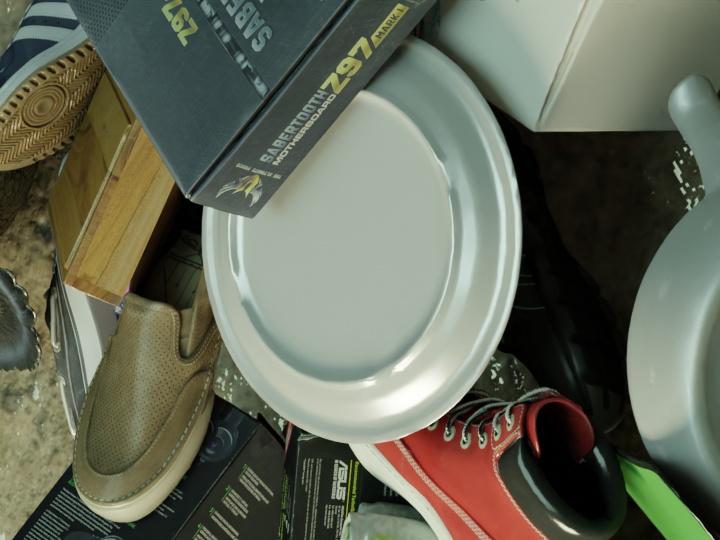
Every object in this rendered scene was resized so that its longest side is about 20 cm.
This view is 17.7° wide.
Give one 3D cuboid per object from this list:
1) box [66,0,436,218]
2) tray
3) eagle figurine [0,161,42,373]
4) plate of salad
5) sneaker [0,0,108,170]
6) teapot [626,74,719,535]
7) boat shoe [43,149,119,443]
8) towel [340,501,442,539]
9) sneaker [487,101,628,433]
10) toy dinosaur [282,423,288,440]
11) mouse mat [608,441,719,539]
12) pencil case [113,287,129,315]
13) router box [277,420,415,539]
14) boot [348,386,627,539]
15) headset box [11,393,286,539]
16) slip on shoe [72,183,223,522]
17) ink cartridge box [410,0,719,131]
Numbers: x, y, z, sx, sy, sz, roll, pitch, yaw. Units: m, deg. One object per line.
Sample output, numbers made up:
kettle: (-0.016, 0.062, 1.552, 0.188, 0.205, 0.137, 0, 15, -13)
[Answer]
box: (-0.063, -0.150, 1.123, 0.158, 0.051, 0.200, -48, 53, 23)
tray: (-0.139, -0.054, 1.297, 0.099, 0.037, 0.200, -65, 14, 8)
eagle figurine: (-0.260, -0.004, 1.481, 0.199, 0.151, 0.152, -18, 103, 28)
plate of salad: (0.002, -0.017, 1.116, 0.199, 0.048, 0.201, 1, 92, 39)
sneaker: (-0.184, -0.160, 1.407, 0.200, 0.070, 0.108, -47, 60, 1)
teapot: (0.204, 0.041, 1.066, 0.201, 0.197, 0.146, -64, 14, -1)
boat shoe: (-0.168, 0.021, 1.449, 0.068, 0.072, 0.201, -5, 97, 42)
towel: (0.068, 0.217, 1.184, 0.048, 0.199, 0.172, -112, 35, -77)
sneaker: (0.077, 0.006, 1.216, 0.079, 0.075, 0.201, -33, 62, 19)
toy dinosaur: (0.000, 0.000, 1.289, 0.135, 0.086, 0.201, 26, 96, 27)
mouse mat: (0.168, 0.142, 1.071, 0.008, 0.200, 0.161, -40, 96, -4)
pencil case: (-0.084, -0.061, 1.350, 0.087, 0.087, 0.200, 47, 122, 28)
router box: (0.029, 0.176, 1.230, 0.062, 0.149, 0.201, -120, 35, -77)
boot: (0.055, 0.067, 1.110, 0.200, 0.072, 0.145, 54, 153, 25)
headset box: (-0.101, 0.171, 1.287, 0.093, 0.174, 0.200, 29, 76, 36)
slip on shoe: (-0.104, 0.032, 1.223, 0.076, 0.061, 0.201, 18, 74, 32)
ink cartridge box: (0.088, -0.177, 1.143, 0.200, 0.147, 0.145, 38, 118, 33)
